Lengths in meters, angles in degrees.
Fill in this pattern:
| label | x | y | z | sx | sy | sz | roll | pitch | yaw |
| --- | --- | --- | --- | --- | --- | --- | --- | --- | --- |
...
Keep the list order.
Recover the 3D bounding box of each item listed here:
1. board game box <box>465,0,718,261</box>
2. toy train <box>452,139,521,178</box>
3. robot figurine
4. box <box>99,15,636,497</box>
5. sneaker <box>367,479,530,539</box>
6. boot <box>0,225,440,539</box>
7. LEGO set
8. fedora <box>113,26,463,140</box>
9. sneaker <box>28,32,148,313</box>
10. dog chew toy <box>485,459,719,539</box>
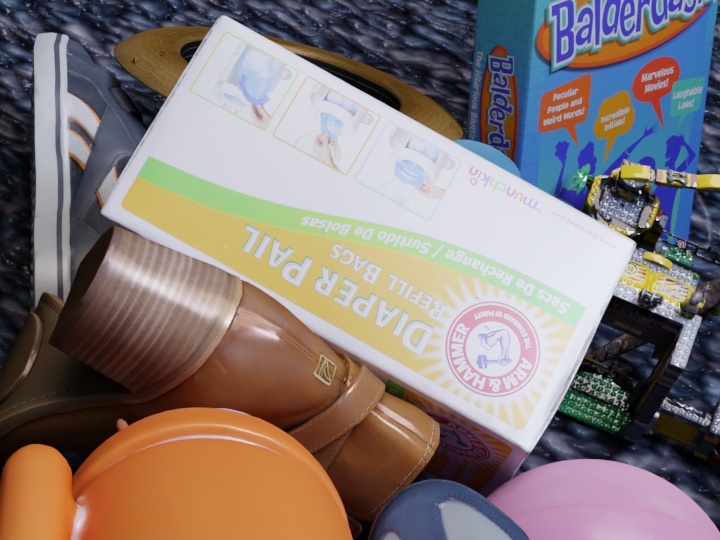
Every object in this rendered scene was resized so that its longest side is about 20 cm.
| label | x | y | z | sx | sy | sz | roll | pitch | yaw |
| --- | --- | --- | --- | --- | --- | --- | --- | --- | --- |
| board game box | 0.122 | -0.090 | 1.120 | 0.151 | 0.202 | 0.045 | -17 | 29 | -40 |
| toy train | -0.015 | 0.003 | 1.000 | 0.198 | 0.117 | 0.085 | -8 | 40 | -34 |
| robot figurine | -0.054 | 0.122 | 0.735 | 0.142 | 0.118 | 0.200 | -2 | 25 | -7 |
| box | 0.000 | 0.000 | 0.894 | 0.199 | 0.113 | 0.102 | 29 | 71 | 3 |
| sneaker | 0.048 | 0.143 | 0.724 | 0.070 | 0.082 | 0.201 | -31 | 53 | 4 |
| boot | -0.068 | 0.062 | 0.871 | 0.154 | 0.200 | 0.077 | 30 | 52 | -14 |
| LEGO set | 0.178 | 0.019 | 1.028 | 0.199 | 0.116 | 0.154 | 30 | 65 | 7 |
| fedora | -0.044 | -0.065 | 1.098 | 0.199 | 0.083 | 0.201 | 14 | 16 | -4 |
| sneaker | -0.125 | -0.039 | 1.045 | 0.079 | 0.079 | 0.201 | -1 | 47 | -10 |
| dog chew toy | 0.089 | 0.170 | 0.813 | 0.123 | 0.125 | 0.201 | 12 | 42 | -8 |
